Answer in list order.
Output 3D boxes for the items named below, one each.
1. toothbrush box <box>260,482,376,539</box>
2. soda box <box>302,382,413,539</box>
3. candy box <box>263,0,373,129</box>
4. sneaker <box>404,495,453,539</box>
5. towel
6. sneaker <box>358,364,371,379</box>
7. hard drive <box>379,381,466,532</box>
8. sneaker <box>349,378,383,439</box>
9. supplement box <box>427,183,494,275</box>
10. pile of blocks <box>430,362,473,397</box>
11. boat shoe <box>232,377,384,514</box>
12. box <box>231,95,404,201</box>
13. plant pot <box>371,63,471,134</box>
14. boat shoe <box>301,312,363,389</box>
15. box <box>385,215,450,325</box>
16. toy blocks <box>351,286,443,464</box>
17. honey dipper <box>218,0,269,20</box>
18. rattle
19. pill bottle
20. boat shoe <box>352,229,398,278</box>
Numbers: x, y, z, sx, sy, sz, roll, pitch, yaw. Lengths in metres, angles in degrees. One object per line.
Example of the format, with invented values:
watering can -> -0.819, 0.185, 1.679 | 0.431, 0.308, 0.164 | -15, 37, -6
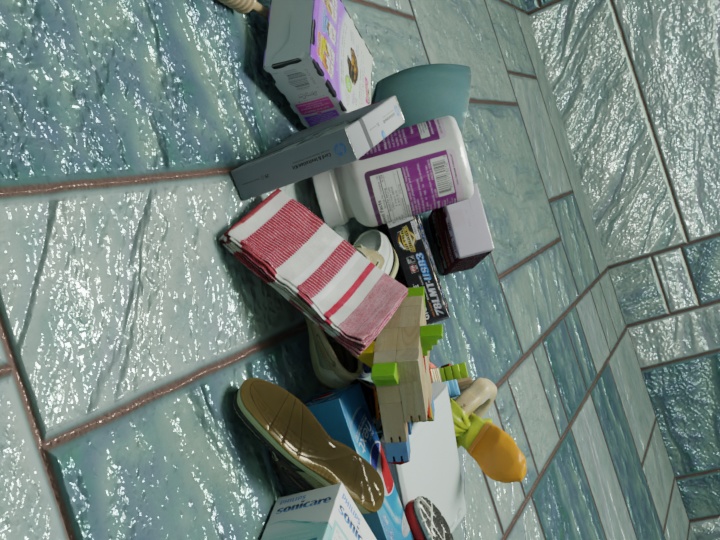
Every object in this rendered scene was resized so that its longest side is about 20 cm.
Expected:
toothbrush box -> -0.042, 0.331, 0.881 | 0.148, 0.084, 0.201 | 62, 25, -22
soda box -> -0.007, 0.236, 1.039 | 0.064, 0.067, 0.203 | -25, 97, -65
candy box -> -0.051, -0.281, 1.249 | 0.200, 0.071, 0.170 | 52, 35, -53
sneaker -> 0.075, 0.364, 1.103 | 0.077, 0.084, 0.202 | -78, 154, -66
towel -> -0.046, -0.005, 1.036 | 0.199, 0.023, 0.144 | 39, 35, 2
sneaker -> 0.044, 0.083, 1.226 | 0.079, 0.088, 0.200 | 67, 25, -13
hard drive -> 0.082, 0.259, 1.155 | 0.132, 0.026, 0.203 | -39, 127, -44
sneaker -> 0.029, 0.173, 1.151 | 0.199, 0.076, 0.079 | 26, 52, -56
supplement box -> 0.160, -0.063, 1.505 | 0.200, 0.060, 0.110 | 101, -25, -81
pile of blocks -> 0.117, 0.156, 1.342 | 0.199, 0.081, 0.063 | 5, 69, -64
boat shoe -> -0.063, 0.193, 0.955 | 0.200, 0.065, 0.073 | 44, 31, -14
box -> -0.046, -0.151, 1.112 | 0.042, 0.154, 0.200 | 67, 24, -14
plant pot -> 0.079, -0.230, 1.428 | 0.200, 0.133, 0.203 | -168, -90, -86
boat shoe -> -0.038, 0.035, 1.077 | 0.071, 0.065, 0.203 | -7, 75, -26
box -> 0.080, -0.027, 1.362 | 0.200, 0.049, 0.201 | -36, 109, -83
toy blocks -> 0.052, 0.126, 1.059 | 0.201, 0.098, 0.139 | -78, 161, -64
honey dipper -> -0.125, -0.342, 1.220 | 0.199, 0.038, 0.039 | 6, 69, -66
rattle -> 0.172, 0.237, 1.280 | 0.131, 0.142, 0.201 | -57, 163, -24
pill bottle -> 0.040, -0.122, 1.207 | 0.112, 0.197, 0.114 | -15, 90, -86
boat shoe -> 0.000, 0.000, 1.207 | 0.069, 0.074, 0.201 | 56, 25, -27
